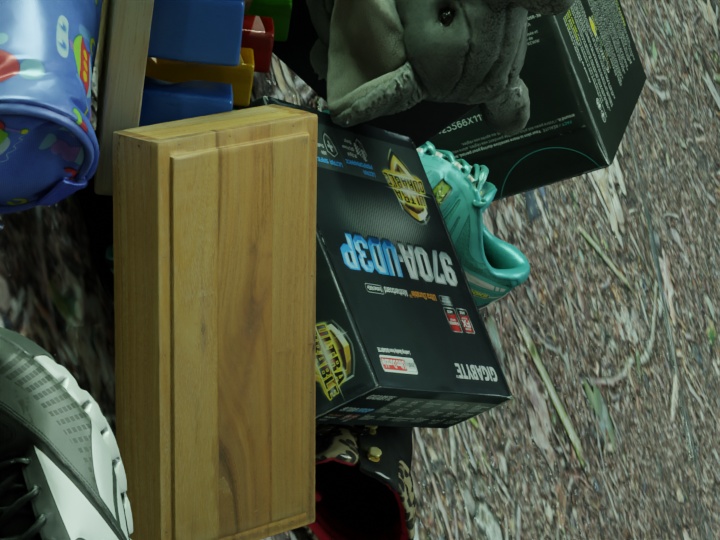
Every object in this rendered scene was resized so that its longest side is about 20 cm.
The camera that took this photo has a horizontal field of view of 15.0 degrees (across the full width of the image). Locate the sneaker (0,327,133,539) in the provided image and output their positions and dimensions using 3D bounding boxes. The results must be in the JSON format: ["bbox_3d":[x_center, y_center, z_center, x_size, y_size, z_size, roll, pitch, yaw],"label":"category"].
[{"bbox_3d":[-0.130,0.120,1.138,0.091,0.066,0.201,-66,138,-66],"label":"sneaker"}]

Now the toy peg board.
[{"bbox_3d":[-0.069,-0.164,1.312,0.199,0.097,0.201,-99,-164,-61],"label":"toy peg board"}]

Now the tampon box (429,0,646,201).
[{"bbox_3d":[0.097,-0.139,1.875,0.200,0.149,0.127,-58,129,-66],"label":"tampon box"}]

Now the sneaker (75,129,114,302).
[{"bbox_3d":[-0.092,0.019,1.353,0.079,0.075,0.201,-20,85,-59],"label":"sneaker"}]

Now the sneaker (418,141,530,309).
[{"bbox_3d":[0.045,-0.055,1.765,0.200,0.079,0.078,58,23,-36],"label":"sneaker"}]

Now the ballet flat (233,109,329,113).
[{"bbox_3d":[-0.028,-0.061,1.593,0.200,0.074,0.075,-8,81,-68],"label":"ballet flat"}]

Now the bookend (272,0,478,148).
[{"bbox_3d":[-0.021,-0.200,1.574,0.200,0.092,0.199,41,23,-39],"label":"bookend"}]

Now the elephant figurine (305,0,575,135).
[{"bbox_3d":[0.038,-0.126,1.381,0.200,0.141,0.155,-112,175,-46],"label":"elephant figurine"}]

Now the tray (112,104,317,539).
[{"bbox_3d":[-0.066,0.030,1.272,0.098,0.037,0.201,-13,110,-42],"label":"tray"}]

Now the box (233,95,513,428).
[{"bbox_3d":[0.000,0.000,1.415,0.200,0.046,0.160,11,56,-67],"label":"box"}]

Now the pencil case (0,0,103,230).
[{"bbox_3d":[-0.153,-0.116,1.257,0.087,0.078,0.201,40,36,-40],"label":"pencil case"}]

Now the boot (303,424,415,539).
[{"bbox_3d":[-0.016,0.057,1.508,0.151,0.073,0.200,-88,161,-49],"label":"boot"}]
